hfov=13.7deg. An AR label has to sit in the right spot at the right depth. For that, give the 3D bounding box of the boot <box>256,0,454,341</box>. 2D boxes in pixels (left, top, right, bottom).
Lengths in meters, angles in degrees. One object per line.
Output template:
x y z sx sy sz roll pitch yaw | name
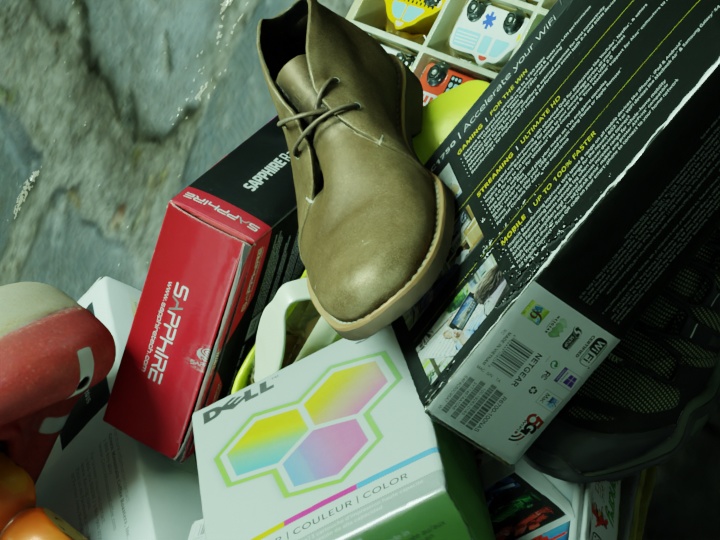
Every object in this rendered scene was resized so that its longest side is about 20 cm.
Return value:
-0.011 -0.046 1.234 0.073 0.076 0.200 -34 31 15 | boot

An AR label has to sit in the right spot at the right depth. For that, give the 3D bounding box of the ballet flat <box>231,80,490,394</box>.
0.000 0.000 1.318 0.201 0.067 0.067 -60 43 31 | ballet flat

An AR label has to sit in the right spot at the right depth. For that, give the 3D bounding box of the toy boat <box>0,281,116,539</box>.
-0.167 0.107 1.370 0.131 0.130 0.201 38 120 18 | toy boat

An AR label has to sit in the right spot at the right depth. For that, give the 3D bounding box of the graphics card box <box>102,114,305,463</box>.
-0.047 -0.006 1.438 0.200 0.051 0.126 -43 -25 -58 | graphics card box

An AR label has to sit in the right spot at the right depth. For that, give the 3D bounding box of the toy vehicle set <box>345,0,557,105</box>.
0.064 -0.108 1.354 0.200 0.026 0.125 26 89 53 | toy vehicle set

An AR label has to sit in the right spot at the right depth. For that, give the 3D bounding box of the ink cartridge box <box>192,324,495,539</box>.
-0.009 0.080 1.231 0.103 0.059 0.200 -27 28 8 | ink cartridge box

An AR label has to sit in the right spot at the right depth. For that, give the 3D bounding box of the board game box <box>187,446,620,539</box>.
0.011 0.124 1.243 0.199 0.035 0.127 -20 29 20 | board game box

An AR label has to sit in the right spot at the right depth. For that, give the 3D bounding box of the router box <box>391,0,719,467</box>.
0.089 -0.041 1.194 0.200 0.051 0.149 -50 25 15 | router box

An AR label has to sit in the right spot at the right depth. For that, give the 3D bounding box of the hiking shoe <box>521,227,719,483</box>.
0.127 -0.001 1.215 0.076 0.101 0.200 25 55 34 | hiking shoe

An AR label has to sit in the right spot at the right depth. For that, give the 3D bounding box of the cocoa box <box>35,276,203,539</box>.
-0.099 0.132 1.470 0.133 0.131 0.201 -46 38 27 | cocoa box

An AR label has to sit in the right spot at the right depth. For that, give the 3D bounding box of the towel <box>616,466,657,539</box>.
0.028 0.141 1.261 0.199 0.023 0.144 -19 30 23 | towel
